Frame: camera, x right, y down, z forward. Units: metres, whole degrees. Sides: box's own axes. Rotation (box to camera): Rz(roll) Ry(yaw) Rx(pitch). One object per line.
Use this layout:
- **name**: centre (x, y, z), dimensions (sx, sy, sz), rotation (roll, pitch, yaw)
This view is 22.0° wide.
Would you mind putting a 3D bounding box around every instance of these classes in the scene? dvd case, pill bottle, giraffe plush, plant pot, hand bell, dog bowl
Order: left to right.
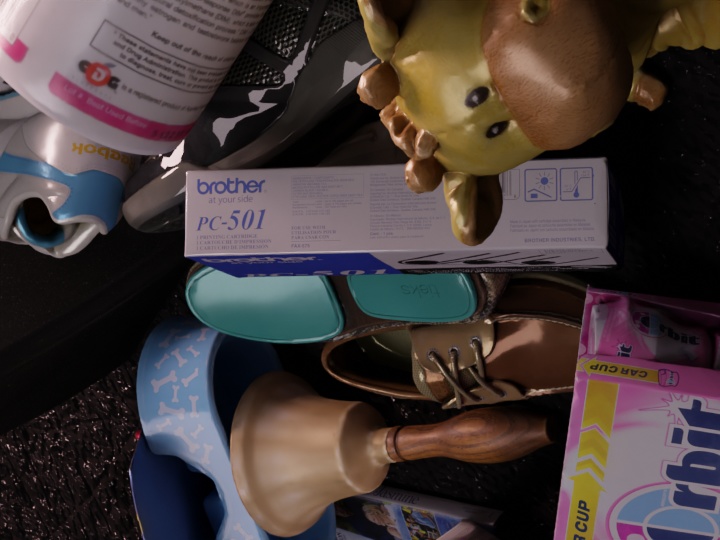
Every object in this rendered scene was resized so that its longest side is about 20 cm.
- **plant pot**: centre (-0.255, 0.004, 1.208), dimensions (0.199, 0.177, 0.200), rotation (44, 146, 3)
- **pill bottle**: centre (-0.081, -0.163, 0.845), dimensions (0.113, 0.113, 0.200), rotation (39, 109, 10)
- **dog bowl**: centre (-0.074, 0.120, 1.186), dimensions (0.049, 0.111, 0.201), rotation (-13, 107, 29)
- **hand bell**: centre (0.031, 0.103, 1.112), dimensions (0.199, 0.104, 0.104), rotation (-9, 119, 35)
- **dvd case**: centre (0.038, 0.202, 1.239), dimensions (0.199, 0.018, 0.143), rotation (6, 130, 42)
- **giraffe plush**: centre (0.075, -0.107, 0.762), dimensions (0.173, 0.162, 0.200), rotation (48, 145, -3)

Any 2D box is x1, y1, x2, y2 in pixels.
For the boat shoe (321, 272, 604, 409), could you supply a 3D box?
- **boat shoe**: centre (0.060, 0.046, 1.010), dimensions (0.199, 0.074, 0.076), rotation (0, 125, 46)

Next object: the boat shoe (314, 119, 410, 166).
- **boat shoe**: centre (-0.033, -0.061, 1.019), dimensions (0.199, 0.071, 0.070), rotation (1, 101, 49)

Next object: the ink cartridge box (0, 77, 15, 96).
- **ink cartridge box**: centre (-0.191, -0.157, 1.001), dimensions (0.145, 0.085, 0.200), rotation (17, 156, -25)

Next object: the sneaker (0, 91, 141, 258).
- **sneaker**: centre (-0.188, -0.050, 1.044), dimensions (0.076, 0.081, 0.200), rotation (16, 166, -28)

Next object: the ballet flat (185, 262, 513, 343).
- **ballet flat**: centre (0.000, 0.000, 1.012), dimensions (0.199, 0.075, 0.068), rotation (-5, 116, 34)

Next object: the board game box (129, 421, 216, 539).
- **board game box**: centre (-0.120, 0.154, 1.206), dimensions (0.039, 0.200, 0.158), rotation (-17, 121, 16)

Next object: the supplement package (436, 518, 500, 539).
- **supplement package**: centre (0.093, 0.261, 1.042), dimensions (0.199, 0.148, 0.191), rotation (32, -175, 10)

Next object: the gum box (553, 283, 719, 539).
- **gum box**: centre (0.159, 0.098, 0.931), dimensions (0.113, 0.066, 0.201), rotation (8, 135, 7)

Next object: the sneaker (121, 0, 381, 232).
- **sneaker**: centre (-0.058, -0.104, 0.945), dimensions (0.199, 0.076, 0.115), rotation (-38, 71, 30)

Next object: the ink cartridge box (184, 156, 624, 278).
- **ink cartridge box**: centre (0.024, -0.024, 0.892), dimensions (0.199, 0.044, 0.094), rotation (-1, 174, 12)
